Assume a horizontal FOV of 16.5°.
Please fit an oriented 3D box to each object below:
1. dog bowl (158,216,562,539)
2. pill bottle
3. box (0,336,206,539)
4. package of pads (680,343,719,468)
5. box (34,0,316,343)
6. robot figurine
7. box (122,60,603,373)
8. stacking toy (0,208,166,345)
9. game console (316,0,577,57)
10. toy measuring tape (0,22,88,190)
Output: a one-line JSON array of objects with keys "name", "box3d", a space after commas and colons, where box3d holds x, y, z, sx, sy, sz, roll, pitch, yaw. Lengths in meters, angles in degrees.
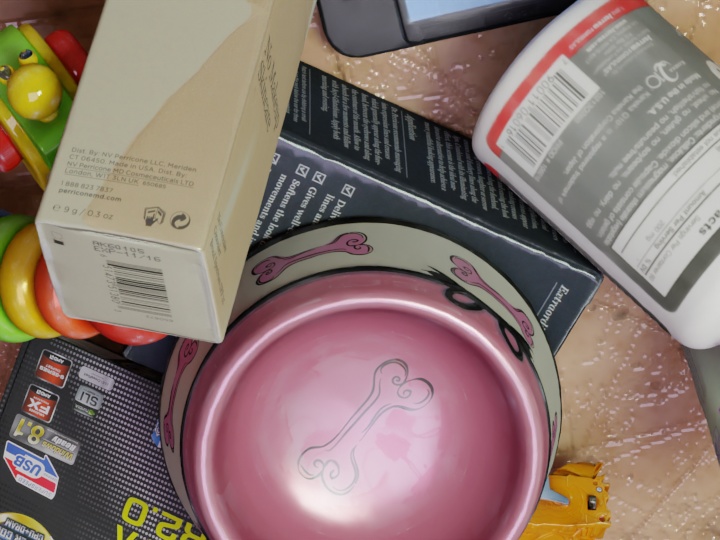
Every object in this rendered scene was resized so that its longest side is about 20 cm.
[{"name": "dog bowl", "box3d": [0.002, 0.080, 1.193, 0.200, 0.074, 0.200, -1, 105, -3]}, {"name": "pill bottle", "box3d": [0.161, -0.035, 1.206, 0.200, 0.114, 0.114, 43, 113, 15]}, {"name": "box", "box3d": [-0.111, 0.140, 1.303, 0.200, 0.044, 0.160, 23, 94, 19]}, {"name": "package of pads", "box3d": [0.267, 0.032, 1.271, 0.200, 0.155, 0.068, -21, 127, 9]}, {"name": "box", "box3d": [-0.080, -0.079, 1.133, 0.078, 0.200, 0.095, 10, 154, 8]}, {"name": "robot figurine", "box3d": [0.031, 0.143, 1.365, 0.200, 0.058, 0.145, 5, 143, -4]}, {"name": "box", "box3d": [0.000, 0.000, 1.274, 0.200, 0.107, 0.148, 24, 114, -13]}, {"name": "stacking toy", "box3d": [-0.169, 0.002, 1.232, 0.200, 0.085, 0.085, 3, 125, 37]}, {"name": "game console", "box3d": [0.064, -0.180, 1.176, 0.200, 0.116, 0.176, -11, 117, 5]}, {"name": "toy measuring tape", "box3d": [-0.157, -0.076, 1.206, 0.074, 0.200, 0.074, 0, 83, -3]}]
